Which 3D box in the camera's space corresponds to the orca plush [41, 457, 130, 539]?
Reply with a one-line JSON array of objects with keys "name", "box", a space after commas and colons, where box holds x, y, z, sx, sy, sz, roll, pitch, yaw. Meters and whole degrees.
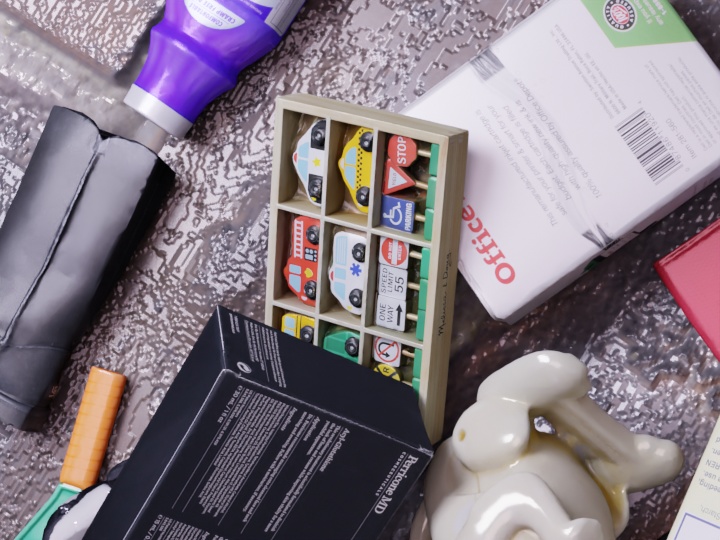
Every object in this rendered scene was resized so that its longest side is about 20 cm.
[{"name": "orca plush", "box": [-0.113, 0.127, 1.116, 0.199, 0.105, 0.071, -34, 37, 9]}]

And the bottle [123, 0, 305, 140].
[{"name": "bottle", "box": [-0.083, -0.182, 1.143, 0.083, 0.065, 0.201, 34, 91, 9]}]

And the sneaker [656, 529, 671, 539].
[{"name": "sneaker", "box": [0.224, 0.202, 1.061, 0.201, 0.067, 0.108, -37, 81, 7]}]

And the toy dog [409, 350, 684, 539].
[{"name": "toy dog", "box": [0.084, 0.174, 1.011, 0.193, 0.140, 0.201, -17, 42, 32]}]

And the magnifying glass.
[{"name": "magnifying glass", "box": [-0.195, 0.164, 1.152, 0.079, 0.022, 0.202, 16, 87, 10]}]

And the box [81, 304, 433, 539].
[{"name": "box", "box": [-0.068, 0.141, 1.041, 0.140, 0.079, 0.201, 25, 113, -19]}]

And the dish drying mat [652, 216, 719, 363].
[{"name": "dish drying mat", "box": [0.271, 0.057, 1.091, 0.077, 0.018, 0.201, -35, 80, 4]}]

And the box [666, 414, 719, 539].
[{"name": "box", "box": [0.265, 0.159, 0.971, 0.096, 0.175, 0.201, 20, 84, 48]}]

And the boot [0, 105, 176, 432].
[{"name": "boot", "box": [-0.237, -0.019, 1.152, 0.164, 0.066, 0.201, 27, 92, 2]}]

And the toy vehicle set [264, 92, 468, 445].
[{"name": "toy vehicle set", "box": [0.000, 0.000, 1.078, 0.123, 0.026, 0.202, 14, 110, 30]}]

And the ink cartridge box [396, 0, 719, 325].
[{"name": "ink cartridge box", "box": [0.129, -0.080, 1.091, 0.199, 0.084, 0.147, -35, 81, 5]}]
